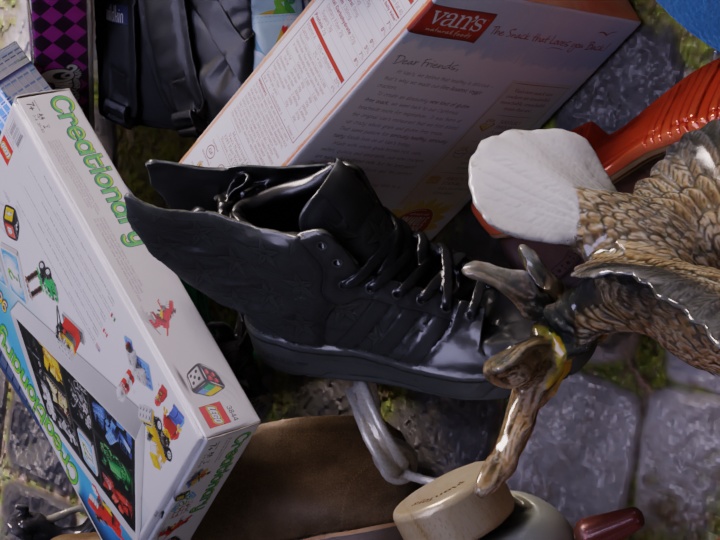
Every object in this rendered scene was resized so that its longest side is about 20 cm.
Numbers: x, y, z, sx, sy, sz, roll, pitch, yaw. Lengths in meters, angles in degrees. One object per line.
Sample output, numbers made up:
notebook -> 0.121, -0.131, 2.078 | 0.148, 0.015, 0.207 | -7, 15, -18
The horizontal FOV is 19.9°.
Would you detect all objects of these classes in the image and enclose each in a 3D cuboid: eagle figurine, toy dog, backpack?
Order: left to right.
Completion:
backpack -> -0.072, -0.183, 1.068 | 0.163, 0.153, 0.201 | 8, 117, 52
toy dog -> 0.069, 0.114, 0.905 | 0.200, 0.096, 0.132 | -115, 3, -66
eagle figurine -> 0.147, 0.008, 0.799 | 0.199, 0.150, 0.153 | -17, 69, 44

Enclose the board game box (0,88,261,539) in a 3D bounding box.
board game box -> -0.126, 0.030, 0.976 | 0.201, 0.034, 0.126 | 58, 141, 23

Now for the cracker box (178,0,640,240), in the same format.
cracker box -> 0.017, -0.079, 0.964 | 0.200, 0.133, 0.058 | -45, 57, 35

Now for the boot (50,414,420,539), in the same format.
boot -> -0.068, 0.119, 1.031 | 0.074, 0.199, 0.076 | 87, 174, -83

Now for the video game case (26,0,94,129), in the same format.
video game case -> -0.168, -0.173, 1.135 | 0.200, 0.036, 0.182 | 102, 163, -61

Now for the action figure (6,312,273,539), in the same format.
action figure -> -0.101, 0.103, 1.104 | 0.200, 0.102, 0.119 | -51, 34, 6

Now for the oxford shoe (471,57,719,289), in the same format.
oxford shoe -> 0.147, -0.042, 0.892 | 0.199, 0.071, 0.073 | -22, 107, 36

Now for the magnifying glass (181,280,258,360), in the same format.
magnifying glass -> -0.031, 0.023, 1.095 | 0.199, 0.022, 0.080 | 19, 103, 47

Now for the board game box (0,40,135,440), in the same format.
board game box -> -0.196, -0.029, 1.134 | 0.200, 0.062, 0.200 | 50, 153, 9

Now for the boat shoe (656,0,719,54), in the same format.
boat shoe -> 0.190, -0.104, 0.804 | 0.200, 0.068, 0.084 | 37, 125, 24

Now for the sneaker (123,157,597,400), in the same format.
sneaker -> 0.001, -0.002, 0.907 | 0.199, 0.060, 0.105 | 2, 131, 21

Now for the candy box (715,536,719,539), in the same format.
candy box -> 0.155, 0.139, 0.822 | 0.057, 0.117, 0.200 | 50, 126, 5
